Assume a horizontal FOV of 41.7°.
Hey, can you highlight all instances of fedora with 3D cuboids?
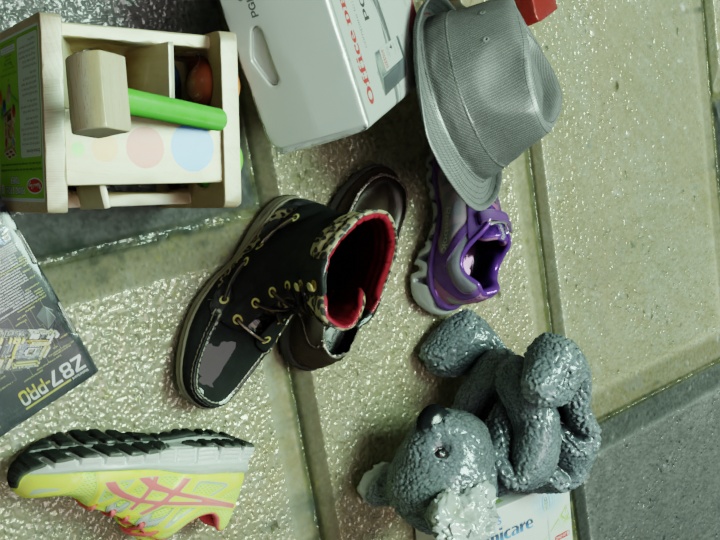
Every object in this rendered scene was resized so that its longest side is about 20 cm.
[{"bbox_3d":[0.118,-0.159,0.816,0.177,0.090,0.201,51,32,-39],"label":"fedora"}]

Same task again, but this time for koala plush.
[{"bbox_3d":[0.105,0.170,0.871,0.200,0.177,0.185,-35,117,-28],"label":"koala plush"}]

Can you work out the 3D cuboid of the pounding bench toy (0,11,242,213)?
[{"bbox_3d":[-0.148,-0.104,0.650,0.155,0.199,0.125,-4,96,-34],"label":"pounding bench toy"}]

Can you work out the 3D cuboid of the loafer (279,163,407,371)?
[{"bbox_3d":[0.000,0.000,0.843,0.073,0.071,0.201,28,77,-34],"label":"loafer"}]

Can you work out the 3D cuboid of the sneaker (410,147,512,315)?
[{"bbox_3d":[0.110,-0.055,0.907,0.080,0.088,0.202,10,86,-33],"label":"sneaker"}]

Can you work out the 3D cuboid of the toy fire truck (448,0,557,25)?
[{"bbox_3d":[0.099,-0.289,0.891,0.199,0.049,0.142,-25,101,-42],"label":"toy fire truck"}]

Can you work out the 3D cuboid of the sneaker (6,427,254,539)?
[{"bbox_3d":[-0.172,0.173,0.731,0.199,0.078,0.091,8,91,-36],"label":"sneaker"}]

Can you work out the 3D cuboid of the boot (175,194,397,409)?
[{"bbox_3d":[-0.060,0.027,0.753,0.073,0.150,0.201,42,70,-30],"label":"boot"}]

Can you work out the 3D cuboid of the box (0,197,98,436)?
[{"bbox_3d":[-0.304,0.056,0.644,0.200,0.049,0.162,-36,112,-28],"label":"box"}]

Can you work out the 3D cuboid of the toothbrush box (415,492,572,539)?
[{"bbox_3d":[0.140,0.317,0.961,0.145,0.086,0.202,-11,98,-35],"label":"toothbrush box"}]

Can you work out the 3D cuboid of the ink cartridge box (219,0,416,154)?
[{"bbox_3d":[-0.021,-0.194,0.749,0.200,0.084,0.146,-50,125,-59],"label":"ink cartridge box"}]
